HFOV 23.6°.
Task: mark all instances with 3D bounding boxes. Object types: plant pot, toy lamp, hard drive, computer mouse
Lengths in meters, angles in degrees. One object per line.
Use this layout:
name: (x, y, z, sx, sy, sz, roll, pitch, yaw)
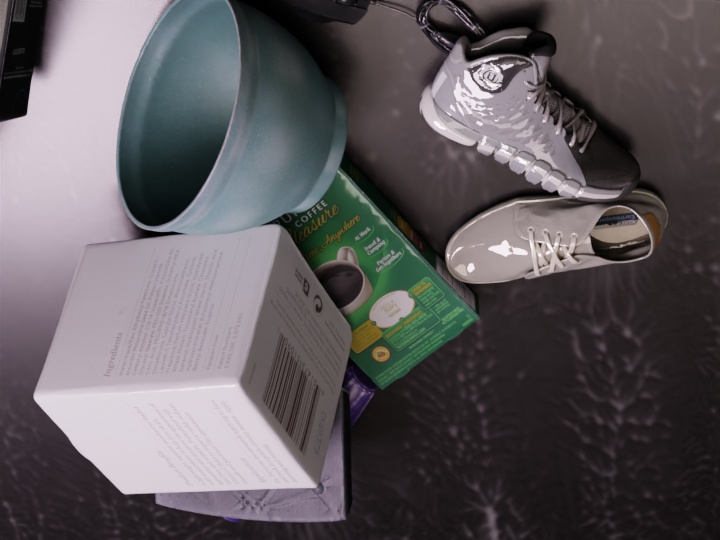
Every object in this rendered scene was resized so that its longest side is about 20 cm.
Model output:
plant pot: (-0.095, -0.118, 1.414, 0.134, 0.201, 0.201, 14, 121, -33)
toy lamp: (-0.065, 0.159, 1.615, 0.058, 0.058, 0.200, 41, 112, -16)
hard drive: (-0.098, 0.159, 1.578, 0.199, 0.042, 0.136, 1, 96, 26)
computer mouse: (0.014, -0.216, 1.428, 0.199, 0.034, 0.059, 18, 116, -6)

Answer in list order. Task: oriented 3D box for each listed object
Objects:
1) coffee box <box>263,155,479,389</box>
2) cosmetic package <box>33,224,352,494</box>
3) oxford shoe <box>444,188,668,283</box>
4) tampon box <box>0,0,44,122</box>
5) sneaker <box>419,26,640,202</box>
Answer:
coffee box: (0.000, 0.000, 1.535, 0.123, 0.044, 0.200, -38, 109, 21)
cosmetic package: (-0.138, 0.080, 1.469, 0.199, 0.165, 0.165, -4, 142, 24)
oxford shoe: (0.170, -0.027, 1.503, 0.199, 0.058, 0.075, -11, 119, 11)
tampon box: (-0.368, -0.201, 1.382, 0.199, 0.150, 0.127, 11, 98, -3)
sneaker: (0.156, -0.136, 1.424, 0.199, 0.075, 0.116, 21, 131, -6)
